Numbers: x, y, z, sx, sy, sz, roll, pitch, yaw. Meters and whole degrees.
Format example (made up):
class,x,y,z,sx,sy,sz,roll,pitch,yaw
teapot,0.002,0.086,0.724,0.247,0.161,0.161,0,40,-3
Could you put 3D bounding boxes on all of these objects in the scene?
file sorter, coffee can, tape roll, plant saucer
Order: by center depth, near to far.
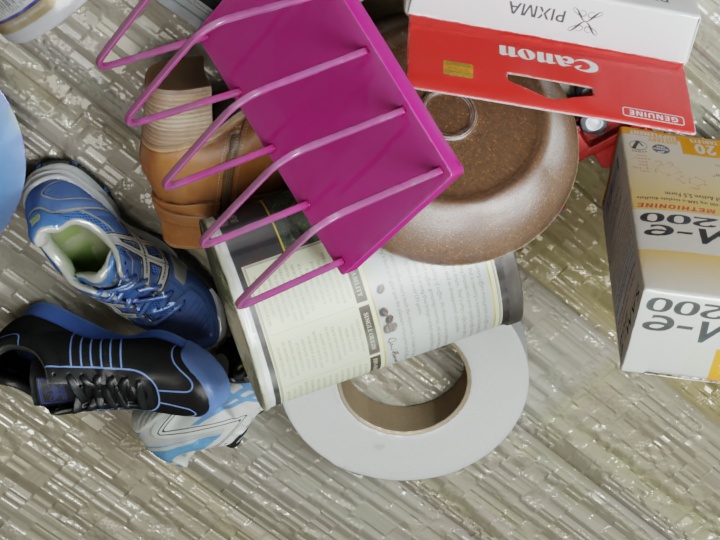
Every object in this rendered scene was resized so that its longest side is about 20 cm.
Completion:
class,x,y,z,sx,sy,sz,roll,pitch,yaw
file sorter,-0.061,-0.098,1.355,0.201,0.125,0.139,59,138,9
plant saucer,0.058,-0.102,1.453,0.199,0.202,0.037,8,155,-4
coffee can,0.000,0.000,1.514,0.199,0.147,0.147,-19,123,-7
tape roll,0.034,0.079,1.662,0.201,0.037,0.204,0,124,1

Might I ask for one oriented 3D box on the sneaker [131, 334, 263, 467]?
class,x,y,z,sx,sy,sz,roll,pitch,yaw
sneaker,-0.097,0.097,1.643,0.199,0.072,0.072,-29,121,38

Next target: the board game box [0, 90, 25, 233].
class,x,y,z,sx,sy,sz,roll,pitch,yaw
board game box,-0.347,-0.094,1.558,0.198,0.039,0.159,6,118,-7

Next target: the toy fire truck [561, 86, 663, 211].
class,x,y,z,sx,sy,sz,roll,pitch,yaw
toy fire truck,0.205,-0.081,1.547,0.199,0.049,0.141,-28,120,19

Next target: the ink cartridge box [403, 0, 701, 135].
class,x,y,z,sx,sy,sz,roll,pitch,yaw
ink cartridge box,0.129,-0.171,1.413,0.198,0.177,0.045,9,126,-5

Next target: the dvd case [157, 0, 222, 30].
class,x,y,z,sx,sy,sz,roll,pitch,yaw
dvd case,-0.072,-0.233,1.407,0.150,0.025,0.201,36,135,12

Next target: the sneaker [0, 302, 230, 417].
class,x,y,z,sx,sy,sz,roll,pitch,yaw
sneaker,-0.197,0.083,1.598,0.199,0.078,0.071,13,129,27

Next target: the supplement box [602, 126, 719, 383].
class,x,y,z,sx,sy,sz,roll,pitch,yaw
supplement box,0.238,-0.011,1.443,0.125,0.201,0.074,7,126,-4

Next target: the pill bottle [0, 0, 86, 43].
class,x,y,z,sx,sy,sz,roll,pitch,yaw
pill bottle,-0.258,-0.261,1.396,0.119,0.120,0.200,-32,117,20

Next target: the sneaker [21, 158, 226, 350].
class,x,y,z,sx,sy,sz,roll,pitch,yaw
sneaker,-0.183,0.004,1.594,0.200,0.077,0.076,39,114,-24

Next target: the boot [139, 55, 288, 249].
class,x,y,z,sx,sy,sz,roll,pitch,yaw
boot,-0.062,-0.087,1.544,0.198,0.074,0.156,-1,131,0
